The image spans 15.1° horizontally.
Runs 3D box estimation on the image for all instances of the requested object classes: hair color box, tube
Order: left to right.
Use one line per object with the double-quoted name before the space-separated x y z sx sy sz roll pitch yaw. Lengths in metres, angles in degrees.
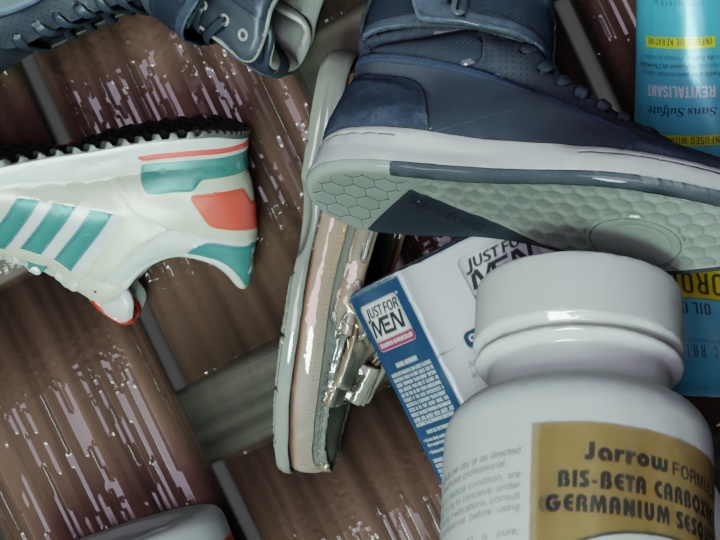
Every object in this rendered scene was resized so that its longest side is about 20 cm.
"hair color box" 0.088 0.075 1.226 0.100 0.060 0.201 -26 90 -25
"tube" 0.153 -0.040 1.226 0.077 0.050 0.201 4 103 32

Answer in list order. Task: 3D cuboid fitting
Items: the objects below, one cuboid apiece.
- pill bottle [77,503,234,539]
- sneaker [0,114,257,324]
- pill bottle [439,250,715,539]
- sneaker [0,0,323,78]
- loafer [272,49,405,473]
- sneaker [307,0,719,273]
"pill bottle" -0.087 0.222 1.292 0.111 0.111 0.201 -18 93 17
"sneaker" -0.143 -0.015 1.289 0.199 0.070 0.094 -9 101 6
"pill bottle" 0.090 0.100 1.122 0.114 0.114 0.201 -4 65 16
"sneaker" -0.109 -0.118 1.269 0.146 0.077 0.202 45 105 8
"loafer" 0.000 0.000 1.262 0.063 0.072 0.201 8 97 8
"sneaker" 0.091 -0.081 1.180 0.201 0.077 0.147 10 59 12
